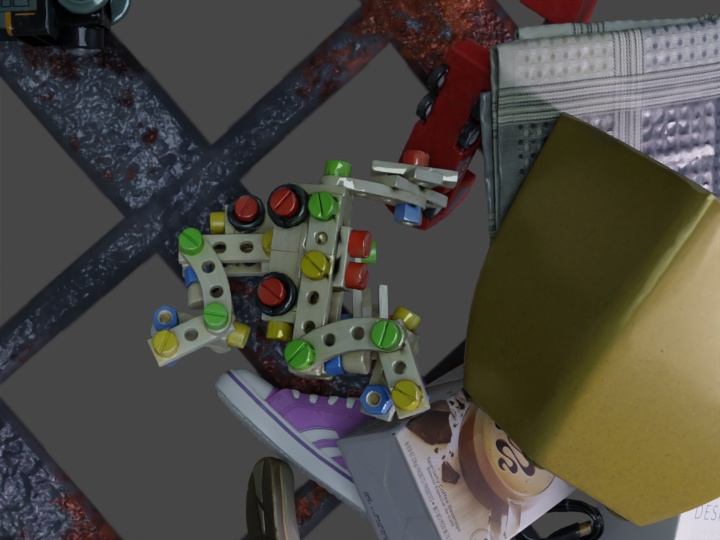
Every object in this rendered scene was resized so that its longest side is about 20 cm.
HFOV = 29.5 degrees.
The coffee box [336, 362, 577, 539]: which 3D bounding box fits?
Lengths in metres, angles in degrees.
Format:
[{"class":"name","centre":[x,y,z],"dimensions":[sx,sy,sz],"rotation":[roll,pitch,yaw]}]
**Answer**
[{"class":"coffee box","centre":[0.095,0.129,1.014],"dimensions":[0.199,0.080,0.114],"rotation":[-28,96,-36]}]

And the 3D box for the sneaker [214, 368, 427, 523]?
[{"class":"sneaker","centre":[-0.010,0.111,1.055],"dimensions":[0.200,0.073,0.115],"rotation":[37,80,-14]}]

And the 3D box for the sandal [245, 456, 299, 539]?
[{"class":"sandal","centre":[-0.053,0.244,1.053],"dimensions":[0.054,0.080,0.202],"rotation":[0,87,-28]}]

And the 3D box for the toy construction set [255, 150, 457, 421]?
[{"class":"toy construction set","centre":[0.000,0.000,0.949],"dimensions":[0.130,0.092,0.202],"rotation":[5,67,18]}]

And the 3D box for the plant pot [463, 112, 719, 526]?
[{"class":"plant pot","centre":[0.182,0.047,0.919],"dimensions":[0.194,0.196,0.201],"rotation":[33,97,-28]}]

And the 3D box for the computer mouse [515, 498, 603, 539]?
[{"class":"computer mouse","centre":[0.095,0.227,1.039],"dimensions":[0.199,0.034,0.059],"rotation":[-35,73,23]}]

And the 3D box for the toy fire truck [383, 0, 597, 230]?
[{"class":"toy fire truck","centre":[0.098,-0.134,1.041],"dimensions":[0.049,0.141,0.201],"rotation":[36,126,17]}]

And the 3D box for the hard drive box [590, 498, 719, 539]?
[{"class":"hard drive box","centre":[0.248,0.215,1.046],"dimensions":[0.155,0.076,0.202],"rotation":[12,90,-42]}]

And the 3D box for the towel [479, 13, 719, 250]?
[{"class":"towel","centre":[0.177,-0.084,0.996],"dimensions":[0.198,0.035,0.194],"rotation":[-9,109,-21]}]

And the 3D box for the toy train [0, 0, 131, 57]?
[{"class":"toy train","centre":[-0.233,-0.257,1.008],"dimensions":[0.113,0.085,0.202],"rotation":[-2,92,3]}]

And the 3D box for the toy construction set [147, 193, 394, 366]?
[{"class":"toy construction set","centre":[-0.059,0.013,1.029],"dimensions":[0.198,0.092,0.132],"rotation":[5,67,-15]}]
